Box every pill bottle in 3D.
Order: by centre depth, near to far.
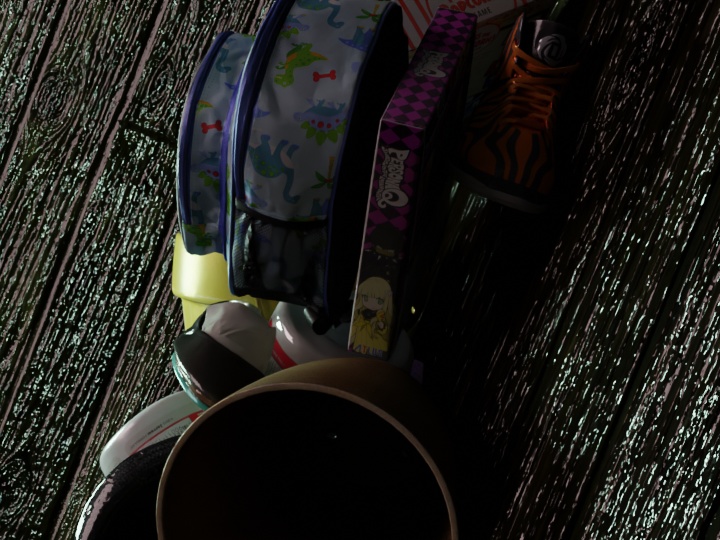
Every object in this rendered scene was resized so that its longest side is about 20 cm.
[{"bbox_3d":[-0.047,0.118,1.318,0.111,0.111,0.200,-82,16,-58],"label":"pill bottle"},{"bbox_3d":[-0.122,0.208,1.461,0.112,0.200,0.112,-33,-17,-12],"label":"pill bottle"}]

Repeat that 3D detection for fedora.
[{"bbox_3d":[-0.103,0.210,1.256,0.092,0.200,0.201,87,-158,-78],"label":"fedora"}]

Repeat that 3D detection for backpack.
[{"bbox_3d":[-0.048,-0.094,1.225,0.183,0.147,0.200,-71,-7,-47],"label":"backpack"}]

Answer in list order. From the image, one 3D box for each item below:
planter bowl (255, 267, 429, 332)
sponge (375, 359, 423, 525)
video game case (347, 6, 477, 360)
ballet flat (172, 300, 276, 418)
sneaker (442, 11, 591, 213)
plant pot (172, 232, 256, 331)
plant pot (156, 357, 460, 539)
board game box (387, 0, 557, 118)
[{"bbox_3d":[0.000,0.000,1.402,0.083,0.200,0.201,-8,47,28],"label":"planter bowl"},{"bbox_3d":[0.012,0.165,1.315,0.200,0.030,0.112,-80,14,-56],"label":"sponge"},{"bbox_3d":[0.038,-0.065,1.221,0.200,0.036,0.182,-66,-13,-57],"label":"video game case"},{"bbox_3d":[-0.097,0.053,1.231,0.068,0.068,0.200,-56,13,1],"label":"ballet flat"},{"bbox_3d":[0.112,-0.117,1.204,0.200,0.077,0.112,-89,20,-68],"label":"sneaker"},{"bbox_3d":[-0.100,0.062,1.811,0.201,0.200,0.189,-138,54,-81],"label":"plant pot"},{"bbox_3d":[-0.013,0.133,1.130,0.187,0.186,0.200,-66,-6,17],"label":"plant pot"},{"bbox_3d":[0.063,-0.165,1.384,0.046,0.151,0.200,61,159,15],"label":"board game box"}]
